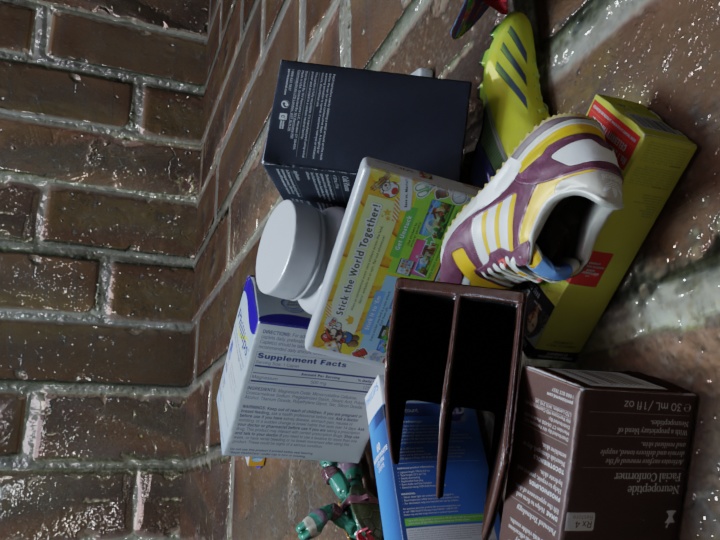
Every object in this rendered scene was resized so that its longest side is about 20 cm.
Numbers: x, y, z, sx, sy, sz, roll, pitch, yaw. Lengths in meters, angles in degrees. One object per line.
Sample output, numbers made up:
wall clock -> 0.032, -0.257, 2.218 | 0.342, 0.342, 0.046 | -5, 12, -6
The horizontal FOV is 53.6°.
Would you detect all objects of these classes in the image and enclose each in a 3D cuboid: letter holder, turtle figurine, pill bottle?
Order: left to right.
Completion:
turtle figurine -> -0.016, 0.318, 0.911 | 0.201, 0.100, 0.150 | -107, -10, -48
pill bottle -> 0.000, 0.000, 0.742 | 0.113, 0.198, 0.115 | -37, 45, 49
letter holder -> 0.070, 0.124, 0.579 | 0.201, 0.099, 0.144 | 83, -164, -55

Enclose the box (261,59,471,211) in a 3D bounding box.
box -> 0.012, -0.114, 0.732 | 0.200, 0.180, 0.106 | 75, -156, -79

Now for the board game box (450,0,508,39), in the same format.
board game box -> 0.152, -0.287, 0.639 | 0.158, 0.039, 0.201 | -51, -7, -33

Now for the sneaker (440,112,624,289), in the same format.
sneaker -> 0.119, -0.018, 0.534 | 0.201, 0.074, 0.091 | 117, 156, -46

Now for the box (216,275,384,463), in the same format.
box -> -0.068, 0.126, 0.883 | 0.105, 0.182, 0.202 | -114, 38, -56

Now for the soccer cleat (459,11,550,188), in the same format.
soccer cleat -> 0.150, -0.146, 0.671 | 0.083, 0.065, 0.203 | 5, 79, 31

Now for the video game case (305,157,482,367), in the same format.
video game case -> 0.060, 0.012, 0.651 | 0.023, 0.180, 0.202 | -91, 18, -56

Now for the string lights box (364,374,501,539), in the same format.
string lights box -> 0.070, 0.204, 0.696 | 0.059, 0.101, 0.202 | 113, 155, -52

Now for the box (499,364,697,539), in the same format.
box -> 0.156, 0.172, 0.490 | 0.075, 0.099, 0.203 | -163, 79, -68

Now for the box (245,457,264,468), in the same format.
box -> -0.221, 0.316, 1.517 | 0.119, 0.041, 0.202 | -133, 54, -63

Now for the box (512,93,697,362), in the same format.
box -> 0.176, -0.027, 0.559 | 0.076, 0.049, 0.202 | -111, 34, -51

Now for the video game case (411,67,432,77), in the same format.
video game case -> 0.045, -0.151, 0.975 | 0.182, 0.023, 0.203 | 174, 100, -69
